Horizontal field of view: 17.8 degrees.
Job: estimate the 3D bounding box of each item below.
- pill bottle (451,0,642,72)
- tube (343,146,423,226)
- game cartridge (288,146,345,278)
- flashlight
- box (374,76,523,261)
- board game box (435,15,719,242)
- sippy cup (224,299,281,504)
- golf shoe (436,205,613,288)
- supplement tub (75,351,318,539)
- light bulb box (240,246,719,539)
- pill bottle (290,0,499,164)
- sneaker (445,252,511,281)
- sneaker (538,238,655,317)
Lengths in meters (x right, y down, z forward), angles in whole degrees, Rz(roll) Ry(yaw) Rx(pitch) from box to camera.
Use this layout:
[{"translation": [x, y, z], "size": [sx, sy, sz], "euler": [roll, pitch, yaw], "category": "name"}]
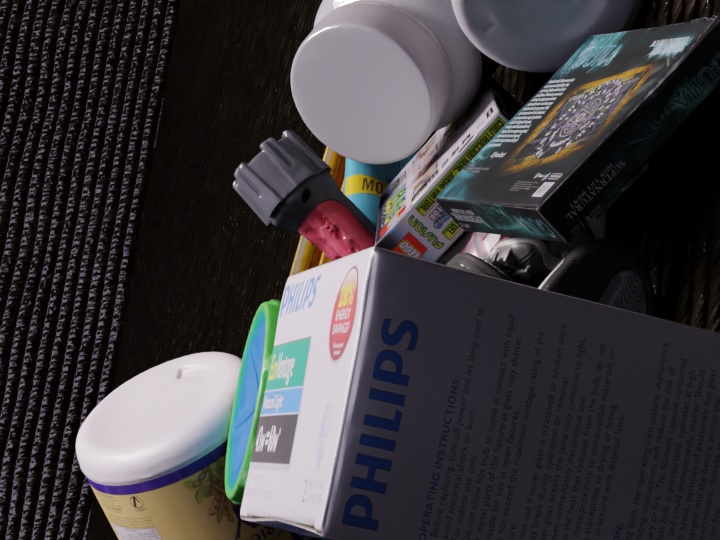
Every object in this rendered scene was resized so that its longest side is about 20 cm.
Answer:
[{"translation": [0.104, -0.218, 1.381], "size": [0.201, 0.112, 0.114], "euler": [-93, 20, -52], "category": "pill bottle"}, {"translation": [0.013, -0.008, 1.534], "size": [0.050, 0.077, 0.201], "euler": [-40, 33, 49], "category": "tube"}, {"translation": [0.002, -0.078, 1.764], "size": [0.200, 0.032, 0.178], "euler": [-45, -27, -68], "category": "game cartridge"}, {"translation": [0.000, 0.000, 1.454], "size": [0.068, 0.200, 0.068], "euler": [-42, -11, -14], "category": "flashlight"}, {"translation": [0.058, -0.061, 1.430], "size": [0.110, 0.035, 0.200], "euler": [-48, 6, 9], "category": "box"}, {"translation": [0.117, -0.074, 1.218], "size": [0.135, 0.028, 0.200], "euler": [-46, 11, -6], "category": "board game box"}, {"translation": [-0.016, 0.099, 1.562], "size": [0.140, 0.129, 0.179], "euler": [125, 154, -67], "category": "sippy cup"}, {"translation": [0.099, -0.013, 1.339], "size": [0.089, 0.077, 0.200], "euler": [-62, 12, -15], "category": "golf shoe"}, {"translation": [-0.108, 0.178, 1.700], "size": [0.146, 0.144, 0.201], "euler": [-106, -8, -66], "category": "supplement tub"}, {"translation": [0.066, 0.077, 1.046], "size": [0.198, 0.198, 0.126], "euler": [162, 120, -77], "category": "light bulb box"}, {"translation": [0.039, -0.157, 1.462], "size": [0.200, 0.114, 0.115], "euler": [-53, -10, -49], "category": "pill bottle"}, {"translation": [0.038, 0.081, 1.318], "size": [0.114, 0.076, 0.200], "euler": [-44, -19, -20], "category": "sneaker"}, {"translation": [0.096, 0.065, 1.227], "size": [0.116, 0.074, 0.201], "euler": [-105, 29, -71], "category": "sneaker"}]
